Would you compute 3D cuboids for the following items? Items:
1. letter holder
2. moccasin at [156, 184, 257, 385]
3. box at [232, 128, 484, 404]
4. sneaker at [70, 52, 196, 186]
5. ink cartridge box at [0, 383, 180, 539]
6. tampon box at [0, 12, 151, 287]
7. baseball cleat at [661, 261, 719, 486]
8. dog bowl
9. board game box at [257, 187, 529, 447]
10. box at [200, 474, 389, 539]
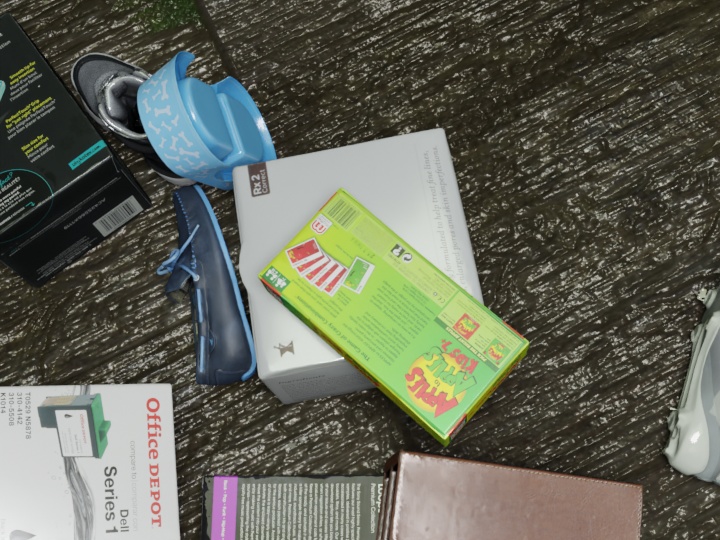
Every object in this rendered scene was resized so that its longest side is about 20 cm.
[{"bbox_3d":[0.115,0.236,0.845,0.200,0.101,0.142,9,73,-4],"label":"letter holder"},{"bbox_3d":[-0.154,0.011,0.974,0.068,0.080,0.200,-15,69,-12],"label":"moccasin"},{"bbox_3d":[0.000,0.000,0.938,0.200,0.131,0.199,-10,72,2],"label":"box"},{"bbox_3d":[-0.232,-0.172,1.021,0.200,0.114,0.075,41,84,21],"label":"sneaker"},{"bbox_3d":[-0.262,0.176,0.889,0.200,0.084,0.146,0,71,-23],"label":"ink cartridge box"},{"bbox_3d":[-0.333,-0.116,1.012,0.150,0.126,0.200,-36,71,-7],"label":"tampon box"},{"bbox_3d":[0.339,0.094,0.914,0.106,0.070,0.200,20,84,5],"label":"baseball cleat"},{"bbox_3d":[-0.142,-0.133,0.967,0.050,0.200,0.112,-22,80,15],"label":"dog bowl"},{"bbox_3d":[0.026,0.036,0.831,0.200,0.048,0.102,40,81,15],"label":"board game box"},{"bbox_3d":[-0.042,0.255,0.910,0.200,0.036,0.143,-1,72,7],"label":"box"}]
